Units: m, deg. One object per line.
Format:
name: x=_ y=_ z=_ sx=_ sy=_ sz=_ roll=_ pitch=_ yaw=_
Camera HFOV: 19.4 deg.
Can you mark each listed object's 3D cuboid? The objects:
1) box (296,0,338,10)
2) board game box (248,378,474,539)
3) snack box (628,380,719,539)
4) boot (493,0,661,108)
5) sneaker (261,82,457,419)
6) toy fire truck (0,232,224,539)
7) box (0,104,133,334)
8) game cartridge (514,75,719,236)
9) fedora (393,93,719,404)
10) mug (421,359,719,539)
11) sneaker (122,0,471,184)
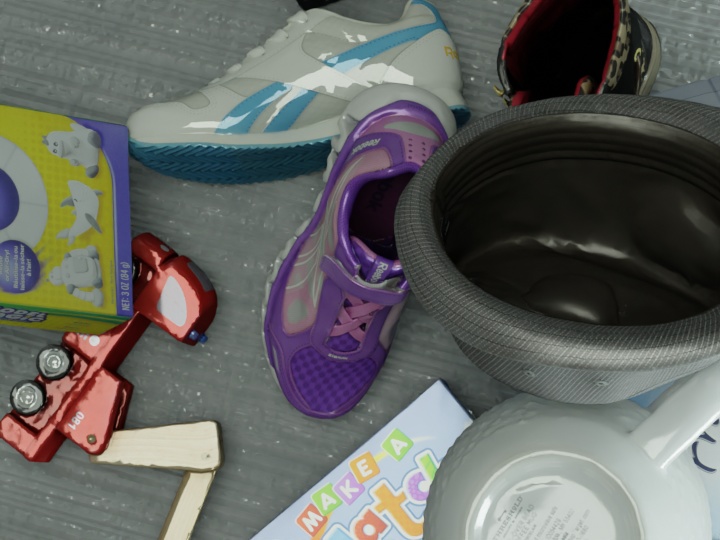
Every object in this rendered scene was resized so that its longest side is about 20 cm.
box: x=0.034 y=-0.244 z=1.201 sx=0.199 sy=0.106 sz=0.123 roll=-19 pitch=84 yaw=4
board game box: x=0.052 y=0.186 z=1.196 sx=0.151 sy=0.037 sz=0.200 roll=-40 pitch=81 yaw=2
snack box: x=0.216 y=0.051 z=1.174 sx=0.168 sy=0.068 sz=0.201 roll=10 pitch=85 yaw=9
boot: x=0.105 y=-0.068 z=1.152 sx=0.073 sy=0.151 sz=0.201 roll=25 pitch=87 yaw=15
sneaker: x=0.000 y=0.000 z=1.166 sx=0.080 sy=0.089 sz=0.201 roll=14 pitch=113 yaw=-14
toy fire truck: x=-0.130 y=0.095 z=1.217 sx=0.141 sy=0.049 sz=0.200 roll=36 pitch=89 yaw=7
box: x=-0.220 y=-0.034 z=1.136 sx=0.199 sy=0.048 sz=0.118 roll=6 pitch=72 yaw=-33
game cartridge: x=0.149 y=-0.024 z=1.099 sx=0.199 sy=0.041 sz=0.133 roll=-25 pitch=124 yaw=8
fedora: x=0.116 y=0.002 z=1.000 sx=0.199 sy=0.090 sz=0.177 roll=-1 pitch=48 yaw=3
mug: x=0.121 y=0.114 z=1.062 sx=0.200 sy=0.175 sz=0.148 roll=-45 pitch=81 yaw=4
sneaker: x=-0.041 y=-0.102 z=1.218 sx=0.199 sy=0.077 sz=0.081 roll=-11 pitch=77 yaw=-2
